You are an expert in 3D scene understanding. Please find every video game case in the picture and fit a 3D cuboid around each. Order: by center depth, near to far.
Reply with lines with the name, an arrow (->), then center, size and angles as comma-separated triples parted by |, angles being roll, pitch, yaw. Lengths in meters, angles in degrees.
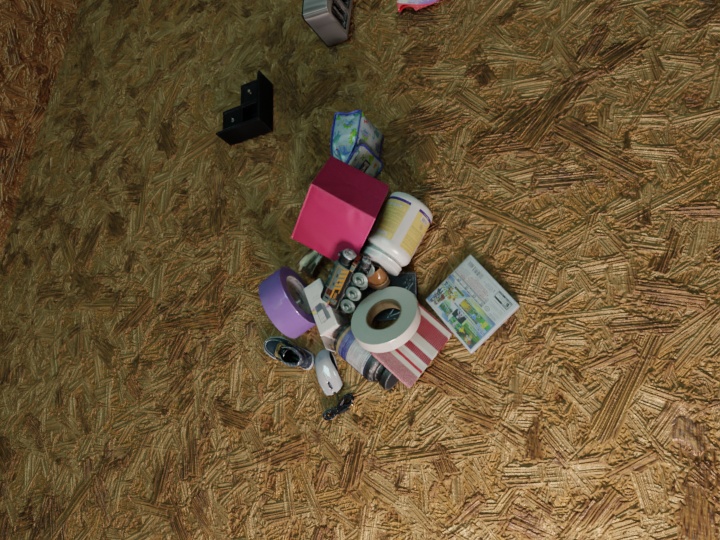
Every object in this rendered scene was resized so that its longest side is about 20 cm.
video game case -> 0.303, 0.089, 1.504 | 0.182, 0.022, 0.201 | -45, 62, 9

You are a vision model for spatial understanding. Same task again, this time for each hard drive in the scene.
hard drive -> 0.077, 0.081, 1.608 | 0.195, 0.042, 0.139 | -7, 73, 25

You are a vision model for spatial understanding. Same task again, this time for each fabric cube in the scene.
fabric cube -> -0.056, -0.168, 1.575 | 0.196, 0.202, 0.199 | 26, 128, -1

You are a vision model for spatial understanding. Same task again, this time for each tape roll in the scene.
tape roll -> 0.069, 0.131, 1.500 | 0.198, 0.037, 0.206 | -18, 40, 16
tape roll -> -0.213, 0.096, 1.660 | 0.084, 0.199, 0.203 | -33, 64, 13

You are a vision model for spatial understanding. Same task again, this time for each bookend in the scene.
bookend -> -0.424, -0.594, 2.022 | 0.194, 0.092, 0.206 | -10, 70, 24

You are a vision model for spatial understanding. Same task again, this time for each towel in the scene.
towel -> 0.140, 0.198, 1.491 | 0.143, 0.023, 0.200 | 40, 68, 12

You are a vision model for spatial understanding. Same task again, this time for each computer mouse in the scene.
computer mouse -> -0.093, 0.328, 1.624 | 0.108, 0.044, 0.203 | -32, 64, 16

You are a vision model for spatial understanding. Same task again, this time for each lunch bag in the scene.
lunch bag -> -0.012, -0.365, 1.706 | 0.125, 0.169, 0.206 | 3, 76, 30

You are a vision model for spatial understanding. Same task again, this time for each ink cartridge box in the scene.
ink cartridge box -> -0.087, 0.137, 1.632 | 0.066, 0.117, 0.203 | -29, 65, 13

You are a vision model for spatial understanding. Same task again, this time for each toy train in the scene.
toy train -> -0.038, 0.031, 1.535 | 0.112, 0.086, 0.202 | 29, 128, 5

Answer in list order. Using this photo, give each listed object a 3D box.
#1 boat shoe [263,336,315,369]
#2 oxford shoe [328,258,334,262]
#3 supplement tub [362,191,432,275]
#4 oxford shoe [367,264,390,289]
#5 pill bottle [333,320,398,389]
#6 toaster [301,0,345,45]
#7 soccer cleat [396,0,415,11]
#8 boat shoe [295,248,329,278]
boat shoe -> -0.236, 0.247, 1.691 | 0.196, 0.091, 0.073 | 15, 82, 29
oxford shoe -> -0.085, -0.065, 1.669 | 0.197, 0.074, 0.072 | 29, 93, -6
supplement tub -> 0.104, -0.104, 1.575 | 0.143, 0.146, 0.203 | 26, 79, 30
oxford shoe -> 0.000, 0.000, 1.611 | 0.197, 0.072, 0.072 | 7, 48, 43
pill bottle -> 0.026, 0.240, 1.549 | 0.199, 0.111, 0.113 | 36, 93, 29
toaster -> -0.114, -0.917, 1.897 | 0.116, 0.199, 0.186 | -1, 74, 30
soccer cleat -> 0.210, -0.895, 1.811 | 0.195, 0.068, 0.075 | 10, 104, 25
boat shoe -> -0.115, -0.063, 1.741 | 0.075, 0.075, 0.203 | 42, 91, -3
